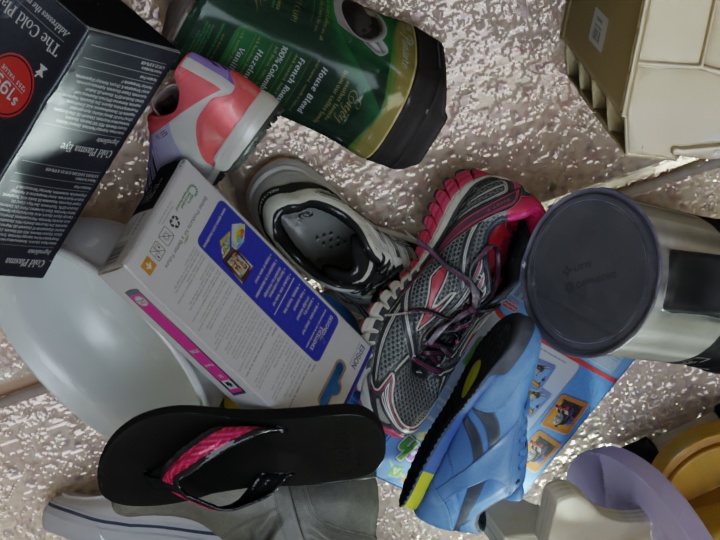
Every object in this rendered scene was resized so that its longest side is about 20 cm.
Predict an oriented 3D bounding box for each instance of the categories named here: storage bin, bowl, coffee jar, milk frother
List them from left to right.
[{"bbox_3d":[-0.161,0.032,1.334,0.090,0.200,0.202,-48,117,-33],"label":"bowl"},{"bbox_3d":[-0.034,-0.148,1.296,0.199,0.105,0.086,24,122,-16],"label":"coffee jar"},{"bbox_3d":[0.210,-0.195,1.261,0.093,0.200,0.200,6,111,-9],"label":"storage bin"},{"bbox_3d":[0.233,-0.038,1.336,0.179,0.202,0.187,-17,163,38],"label":"milk frother"}]

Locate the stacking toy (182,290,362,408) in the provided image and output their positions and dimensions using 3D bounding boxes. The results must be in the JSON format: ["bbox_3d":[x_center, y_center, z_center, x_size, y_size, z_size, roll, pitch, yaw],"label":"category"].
[{"bbox_3d":[-0.090,0.102,1.400,0.199,0.111,0.116,-22,147,23],"label":"stacking toy"}]

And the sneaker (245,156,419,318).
[{"bbox_3d":[0.000,0.000,1.371,0.199,0.088,0.076,32,103,-20],"label":"sneaker"}]

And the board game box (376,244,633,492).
[{"bbox_3d":[0.106,0.093,1.429,0.151,0.037,0.201,28,105,-36],"label":"board game box"}]

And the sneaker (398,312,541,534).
[{"bbox_3d":[0.097,0.112,1.343,0.078,0.066,0.201,24,127,-3],"label":"sneaker"}]

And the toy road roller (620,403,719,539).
[{"bbox_3d":[0.288,0.208,1.462,0.122,0.146,0.201,-23,113,0],"label":"toy road roller"}]

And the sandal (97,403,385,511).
[{"bbox_3d":[-0.082,0.126,1.242,0.198,0.045,0.076,-7,125,10],"label":"sandal"}]

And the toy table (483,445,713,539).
[{"bbox_3d":[0.176,0.220,1.397,0.116,0.200,0.186,-12,118,-25],"label":"toy table"}]

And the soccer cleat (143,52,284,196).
[{"bbox_3d":[-0.117,-0.090,1.281,0.073,0.200,0.068,39,65,-8],"label":"soccer cleat"}]

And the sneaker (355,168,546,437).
[{"bbox_3d":[0.061,0.024,1.334,0.080,0.074,0.202,26,87,-43],"label":"sneaker"}]

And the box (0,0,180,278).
[{"bbox_3d":[-0.251,-0.127,1.218,0.200,0.104,0.183,40,107,24],"label":"box"}]

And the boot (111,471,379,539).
[{"bbox_3d":[-0.075,0.196,1.314,0.198,0.068,0.132,-4,83,-2],"label":"boot"}]

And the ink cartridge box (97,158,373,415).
[{"bbox_3d":[-0.079,0.028,1.258,0.037,0.095,0.200,-17,127,47],"label":"ink cartridge box"}]

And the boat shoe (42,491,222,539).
[{"bbox_3d":[-0.146,0.175,1.408,0.198,0.073,0.068,5,87,23],"label":"boat shoe"}]
